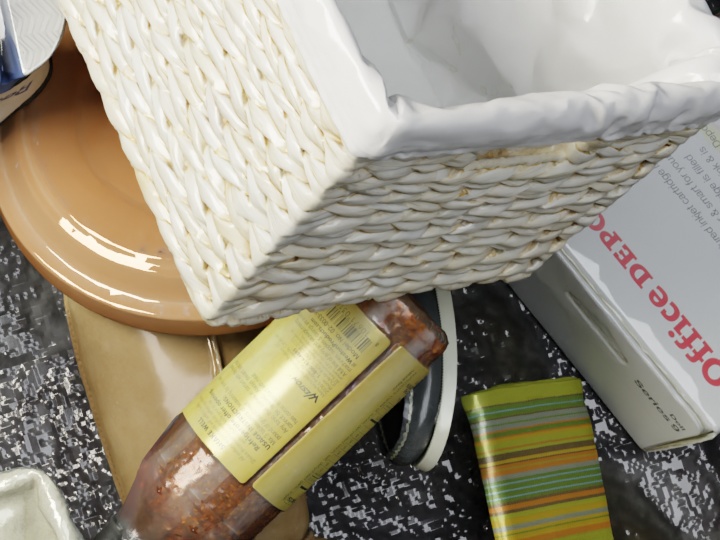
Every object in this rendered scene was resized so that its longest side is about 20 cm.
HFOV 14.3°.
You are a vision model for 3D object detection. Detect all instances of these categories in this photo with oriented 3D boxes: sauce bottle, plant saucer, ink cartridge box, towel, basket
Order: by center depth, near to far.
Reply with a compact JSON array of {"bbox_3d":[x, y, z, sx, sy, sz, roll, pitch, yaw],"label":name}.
[{"bbox_3d":[0.010,-0.100,1.165,0.198,0.161,0.200,-8,61,-39],"label":"basket"},{"bbox_3d":[-0.052,0.077,1.232,0.200,0.066,0.066,-42,95,2],"label":"sauce bottle"},{"bbox_3d":[-0.070,-0.067,1.286,0.200,0.032,0.201,-1,63,3],"label":"plant saucer"},{"bbox_3d":[0.092,0.150,1.329,0.086,0.018,0.200,-4,81,-50],"label":"towel"},{"bbox_3d":[0.174,-0.031,1.368,0.200,0.087,0.145,-41,94,-20],"label":"ink cartridge box"}]

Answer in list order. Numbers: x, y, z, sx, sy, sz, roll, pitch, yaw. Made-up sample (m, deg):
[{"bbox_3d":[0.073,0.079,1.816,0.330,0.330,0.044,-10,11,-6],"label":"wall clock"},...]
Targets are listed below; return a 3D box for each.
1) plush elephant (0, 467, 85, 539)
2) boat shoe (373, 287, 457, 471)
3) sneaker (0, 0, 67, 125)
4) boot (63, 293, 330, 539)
[{"bbox_3d":[-0.196,0.115,1.191,0.155,0.165,0.200,44,80,-15],"label":"plush elephant"},{"bbox_3d":[0.000,0.000,1.305,0.067,0.072,0.200,-1,63,-21],"label":"boat shoe"},{"bbox_3d":[-0.220,-0.080,1.248,0.199,0.115,0.081,-8,73,-2],"label":"sneaker"},{"bbox_3d":[-0.033,0.082,1.299,0.175,0.066,0.200,-8,82,-18],"label":"boot"}]
